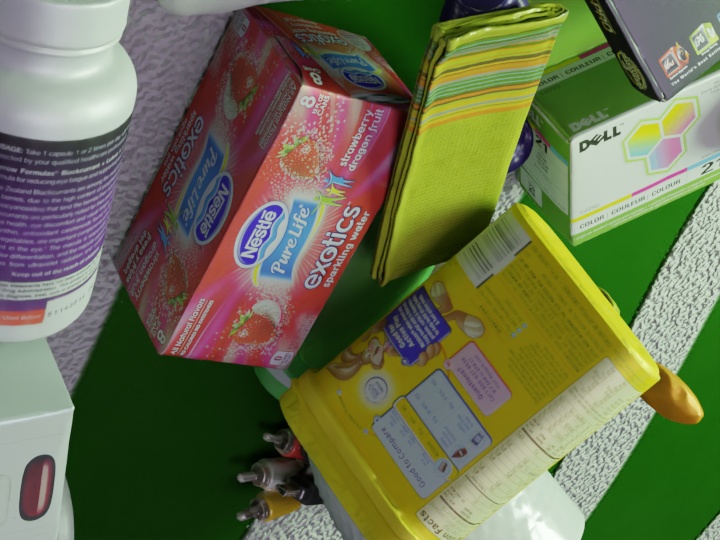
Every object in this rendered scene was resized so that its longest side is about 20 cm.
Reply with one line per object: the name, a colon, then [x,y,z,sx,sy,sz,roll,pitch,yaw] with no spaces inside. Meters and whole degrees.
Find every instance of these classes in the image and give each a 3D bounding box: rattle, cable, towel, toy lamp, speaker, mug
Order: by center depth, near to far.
towel: [0.061,-0.069,0.842,0.085,0.018,0.201,-15,143,-25]
toy lamp: [0.079,-0.121,0.879,0.058,0.059,0.200,-30,158,-6]
speaker: [0.000,0.000,0.965,0.088,0.089,0.201,7,124,-38]
mug: [0.050,0.156,1.050,0.147,0.176,0.200,-41,-177,2]
rattle: [0.140,0.105,1.123,0.198,0.144,0.131,-16,155,-29]
cable: [-0.015,0.156,1.153,0.199,0.050,0.098,7,108,-53]

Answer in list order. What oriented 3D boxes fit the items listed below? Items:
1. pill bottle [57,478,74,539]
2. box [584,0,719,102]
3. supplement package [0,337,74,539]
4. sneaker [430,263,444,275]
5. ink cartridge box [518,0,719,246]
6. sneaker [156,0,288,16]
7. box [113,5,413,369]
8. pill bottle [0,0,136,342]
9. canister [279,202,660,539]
pill bottle: [-0.292,0.170,0.905,0.198,0.116,0.117,1,128,-34]
box: [0.220,-0.228,0.884,0.199,0.049,0.162,-36,116,-1]
supplement package: [-0.279,0.078,0.796,0.198,0.156,0.112,-8,132,-28]
sneaker: [0.103,0.055,1.052,0.075,0.070,0.201,-42,115,-13]
ink cartridge box: [0.183,-0.134,0.967,0.147,0.076,0.201,-24,139,-12]
sneaker: [-0.020,-0.179,0.793,0.198,0.073,0.072,-18,138,-17]
box: [-0.058,-0.046,0.873,0.099,0.096,0.201,9,123,-38]
pill bottle: [-0.179,-0.072,0.756,0.110,0.112,0.201,-4,131,-31]
canister: [0.068,0.074,0.898,0.200,0.149,0.086,-40,162,12]
